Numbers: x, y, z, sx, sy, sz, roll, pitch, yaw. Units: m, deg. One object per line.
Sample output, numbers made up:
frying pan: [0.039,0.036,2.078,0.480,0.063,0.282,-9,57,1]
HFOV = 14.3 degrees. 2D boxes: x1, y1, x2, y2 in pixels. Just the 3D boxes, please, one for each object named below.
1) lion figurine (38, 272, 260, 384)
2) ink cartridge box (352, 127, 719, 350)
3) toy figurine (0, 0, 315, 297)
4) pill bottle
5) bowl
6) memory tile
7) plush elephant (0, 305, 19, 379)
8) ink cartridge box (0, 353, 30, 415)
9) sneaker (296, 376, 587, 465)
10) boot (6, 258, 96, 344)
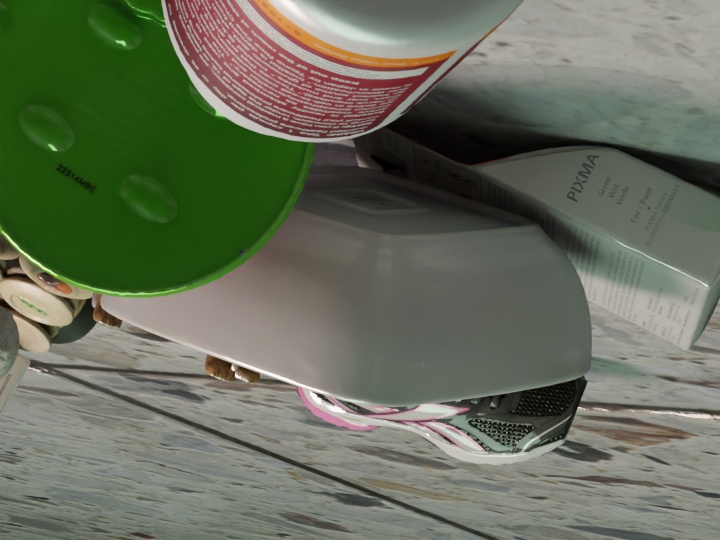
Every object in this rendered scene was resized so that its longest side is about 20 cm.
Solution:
lion figurine: [-0.083,-0.013,1.580,0.199,0.123,0.072,22,-176,26]
ink cartridge box: [0.094,-0.035,1.453,0.199,0.050,0.161,29,170,8]
toy figurine: [-0.111,-0.073,1.278,0.199,0.151,0.184,33,178,3]
pill bottle: [-0.009,-0.108,0.994,0.112,0.114,0.200,13,167,-10]
bowl: [0.000,0.000,1.391,0.199,0.075,0.199,19,-165,39]
memory tile: [-0.258,-0.019,1.709,0.199,0.017,0.153,29,155,-11]
plush elephant: [-0.278,-0.009,1.565,0.199,0.155,0.165,27,123,-1]
ink cartridge box: [-0.329,0.045,1.799,0.200,0.085,0.145,35,160,-18]
sneaker: [0.049,0.075,1.895,0.199,0.081,0.086,3,156,10]
boot: [-0.275,-0.014,1.827,0.199,0.078,0.138,-3,152,35]
